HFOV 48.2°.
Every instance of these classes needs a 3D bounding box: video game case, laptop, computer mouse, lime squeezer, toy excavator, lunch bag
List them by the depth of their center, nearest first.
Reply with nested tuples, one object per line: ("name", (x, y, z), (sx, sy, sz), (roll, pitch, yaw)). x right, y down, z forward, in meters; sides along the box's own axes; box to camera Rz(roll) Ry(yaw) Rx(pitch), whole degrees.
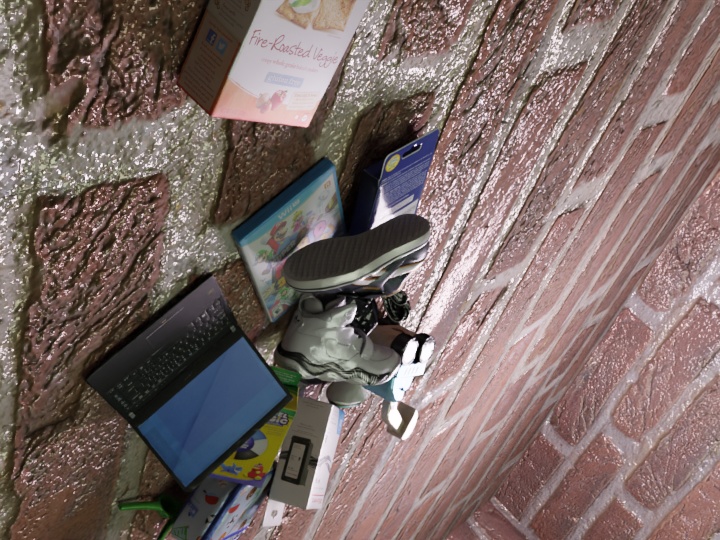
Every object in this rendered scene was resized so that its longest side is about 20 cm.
("laptop", (-0.189, 0.136, 0.933), (0.177, 0.103, 0.201), (-41, 155, -16))
("video game case", (-0.076, -0.030, 0.979), (0.142, 0.018, 0.201), (-40, 154, -16))
("computer mouse", (-0.025, 0.078, 1.165), (0.200, 0.053, 0.139), (-44, 134, -8))
("lime squeezer", (-0.292, 0.353, 1.174), (0.069, 0.038, 0.201), (-11, 149, -3))
("lunch bag", (-0.199, 0.352, 1.220), (0.162, 0.075, 0.200), (-58, 165, 0))
("toy excavator", (0.051, 0.187, 1.335), (0.193, 0.098, 0.205), (6, 104, -58))

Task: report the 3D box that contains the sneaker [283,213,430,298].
("sneaker", (0.000, 0.000, 0.989), (0.196, 0.079, 0.081), (-18, 133, -20))

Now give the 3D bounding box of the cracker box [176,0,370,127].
("cracker box", (-0.058, -0.225, 0.681), (0.133, 0.058, 0.202), (-9, 134, -55))

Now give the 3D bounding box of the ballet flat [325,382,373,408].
("ballet flat", (0.001, 0.185, 1.380), (0.070, 0.069, 0.199), (-55, 159, 17))

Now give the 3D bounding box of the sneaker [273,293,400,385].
("sneaker", (-0.015, 0.087, 1.088), (0.196, 0.075, 0.117), (8, 112, -32))

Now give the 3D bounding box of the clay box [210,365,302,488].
("clay box", (-0.156, 0.203, 1.069), (0.112, 0.048, 0.202), (15, 128, -12))

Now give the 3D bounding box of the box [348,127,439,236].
("box", (0.038, -0.089, 1.046), (0.120, 0.032, 0.203), (-33, 149, -42))

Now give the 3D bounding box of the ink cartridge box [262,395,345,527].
("ink cartridge box", (-0.088, 0.310, 1.274), (0.116, 0.066, 0.205), (57, 46, -72))

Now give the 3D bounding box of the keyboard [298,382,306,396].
("keyboard", (-0.158, 0.226, 1.230), (0.198, 0.011, 0.057), (-27, 153, -38))
